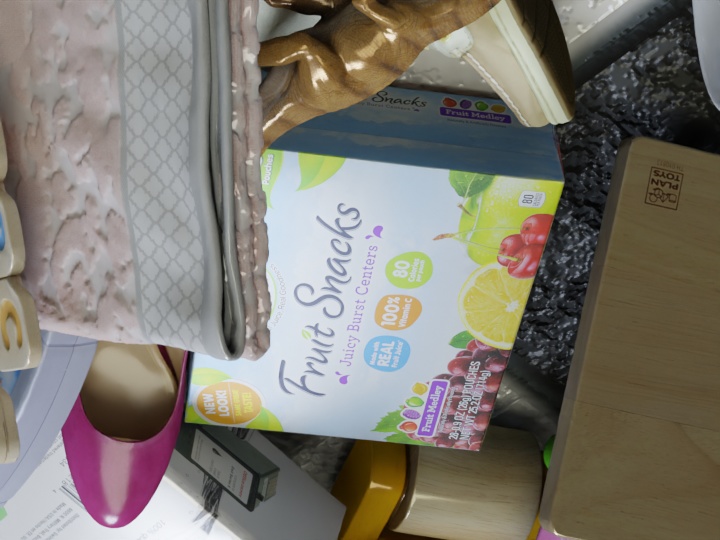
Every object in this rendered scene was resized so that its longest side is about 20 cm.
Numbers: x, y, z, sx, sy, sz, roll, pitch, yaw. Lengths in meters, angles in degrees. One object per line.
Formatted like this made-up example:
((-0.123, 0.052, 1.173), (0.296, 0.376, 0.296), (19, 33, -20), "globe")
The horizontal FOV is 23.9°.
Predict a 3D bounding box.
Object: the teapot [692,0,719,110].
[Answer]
((0.141, -0.185, 0.655), (0.200, 0.146, 0.197), (28, 127, -26), "teapot")

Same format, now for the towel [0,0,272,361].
((-0.113, -0.067, 0.711), (0.190, 0.032, 0.201), (8, 104, 44), "towel")

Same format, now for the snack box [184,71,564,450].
((0.000, 0.000, 0.880), (0.168, 0.068, 0.201), (7, 132, -8), "snack box")

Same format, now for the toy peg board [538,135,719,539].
((0.195, 0.051, 0.890), (0.199, 0.098, 0.200), (13, 88, -13), "toy peg board")

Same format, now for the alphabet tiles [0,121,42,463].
((-0.198, -0.008, 0.789), (0.015, 0.201, 0.195), (-10, 180, -32), "alphabet tiles")

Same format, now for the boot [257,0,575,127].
((-0.006, -0.118, 0.767), (0.154, 0.072, 0.200), (-28, 123, 22), "boot")

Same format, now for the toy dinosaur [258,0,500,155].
((-0.019, -0.086, 0.712), (0.200, 0.061, 0.106), (-33, 121, 29), "toy dinosaur")

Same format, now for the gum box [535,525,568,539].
((0.173, 0.199, 0.919), (0.066, 0.200, 0.114), (13, 100, -55), "gum box")

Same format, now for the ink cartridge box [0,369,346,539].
((-0.130, 0.134, 0.960), (0.200, 0.084, 0.145), (42, 121, -14), "ink cartridge box")

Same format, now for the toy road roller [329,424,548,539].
((0.042, 0.195, 1.008), (0.122, 0.146, 0.200), (10, 132, -14), "toy road roller")

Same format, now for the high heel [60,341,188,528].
((-0.112, 0.036, 0.829), (0.067, 0.096, 0.201), (2, 97, -12), "high heel")

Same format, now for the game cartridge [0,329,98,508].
((-0.194, 0.036, 0.858), (0.040, 0.133, 0.200), (-7, 138, -47), "game cartridge")
